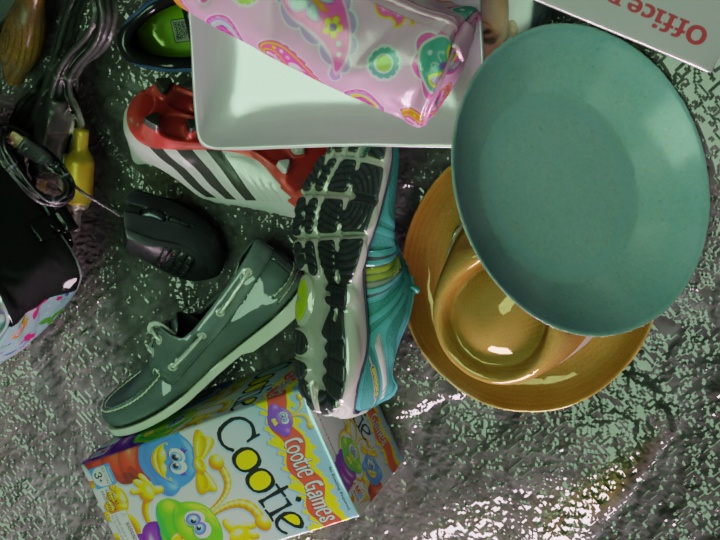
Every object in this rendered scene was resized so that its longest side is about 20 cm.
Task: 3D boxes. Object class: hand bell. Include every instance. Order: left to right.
[{"bbox_3d":[-0.230,-0.213,1.227,0.104,0.104,0.201,32,130,8],"label":"hand bell"}]

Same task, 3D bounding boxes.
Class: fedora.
[{"bbox_3d":[0.107,0.013,1.181,0.198,0.082,0.203,6,109,18],"label":"fedora"}]

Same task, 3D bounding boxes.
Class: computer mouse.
[{"bbox_3d":[-0.174,-0.051,1.239,0.199,0.059,0.034,29,140,-30],"label":"computer mouse"}]

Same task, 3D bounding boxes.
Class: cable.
[{"bbox_3d":[-0.211,-0.133,1.264,0.097,0.050,0.201,48,129,38],"label":"cable"}]

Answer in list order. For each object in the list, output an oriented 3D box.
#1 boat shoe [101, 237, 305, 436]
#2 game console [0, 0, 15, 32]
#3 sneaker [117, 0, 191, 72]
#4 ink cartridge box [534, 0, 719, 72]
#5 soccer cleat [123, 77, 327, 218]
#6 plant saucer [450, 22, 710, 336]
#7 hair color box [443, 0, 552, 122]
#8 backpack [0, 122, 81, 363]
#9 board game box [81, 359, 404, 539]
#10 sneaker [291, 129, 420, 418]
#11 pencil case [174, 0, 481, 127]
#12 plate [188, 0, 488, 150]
[{"bbox_3d":[-0.125,0.048,1.281,0.199,0.073,0.062,-36,111,19],"label":"boat shoe"},{"bbox_3d":[-0.262,-0.284,1.255,0.199,0.031,0.178,-29,95,26],"label":"game console"},{"bbox_3d":[-0.079,-0.171,1.189,0.198,0.089,0.079,-13,103,24],"label":"sneaker"},{"bbox_3d":[0.185,-0.242,1.037,0.146,0.086,0.202,20,107,-11],"label":"ink cartridge box"},{"bbox_3d":[-0.076,-0.074,1.238,0.198,0.069,0.085,19,153,-3],"label":"soccer cleat"},{"bbox_3d":[0.135,-0.056,1.113,0.202,0.200,0.039,60,151,-6],"label":"plant saucer"},{"bbox_3d":[0.077,-0.203,1.136,0.098,0.061,0.202,13,111,16],"label":"hair color box"},{"bbox_3d":[-0.315,-0.003,1.289,0.178,0.150,0.200,56,147,4],"label":"backpack"},{"bbox_3d":[-0.087,0.143,1.285,0.198,0.103,0.106,-21,99,25],"label":"board game box"},{"bbox_3d":[0.000,0.000,1.184,0.077,0.079,0.202,18,106,46],"label":"sneaker"},{"bbox_3d":[-0.027,-0.166,1.062,0.199,0.088,0.088,29,115,2],"label":"pencil case"},{"bbox_3d":[-0.016,-0.180,1.118,0.198,0.032,0.202,0,106,13],"label":"plate"}]
